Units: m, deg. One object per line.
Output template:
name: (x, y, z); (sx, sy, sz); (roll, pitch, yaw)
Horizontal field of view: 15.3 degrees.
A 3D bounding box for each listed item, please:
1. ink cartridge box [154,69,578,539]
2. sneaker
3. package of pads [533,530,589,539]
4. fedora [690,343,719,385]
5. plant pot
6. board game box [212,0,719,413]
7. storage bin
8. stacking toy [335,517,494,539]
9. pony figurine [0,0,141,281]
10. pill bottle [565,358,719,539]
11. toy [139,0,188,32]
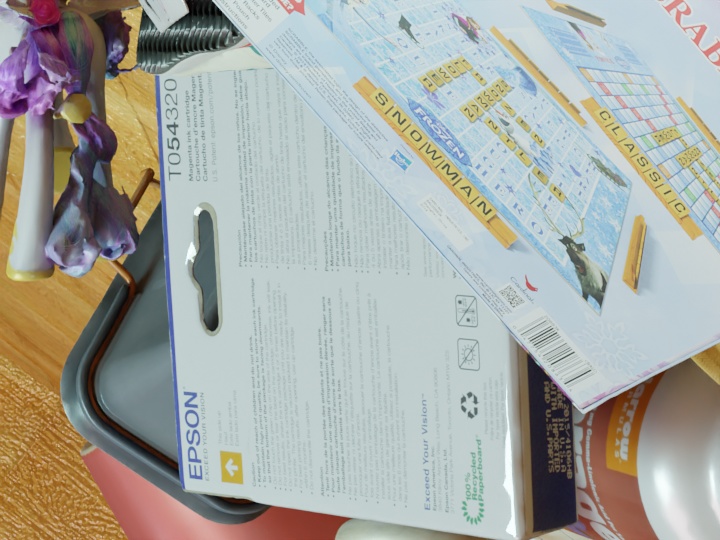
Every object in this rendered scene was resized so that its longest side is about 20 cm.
ink cartridge box: (0.000, 0.000, 1.085); (0.043, 0.198, 0.199); (-9, -171, -43)
sneaker: (-0.026, -0.105, 1.031); (0.093, 0.071, 0.200); (7, -179, -18)
package of pads: (0.160, 0.220, 1.731); (0.200, 0.068, 0.155); (37, 169, 7)
fedora: (0.167, 0.015, 0.939); (0.200, 0.082, 0.201); (37, 167, 10)
plant pot: (-0.106, 0.160, 2.049); (0.178, 0.200, 0.200); (49, 167, -6)
board game box: (0.067, -0.065, 0.843); (0.200, 0.041, 0.199); (48, 146, -6)
storage bin: (-0.040, -0.001, 1.257); (0.145, 0.201, 0.134); (35, 158, -12)
stacking toy: (0.039, 0.032, 1.167); (0.085, 0.201, 0.085); (5, 166, 1)
pony figurine: (-0.138, -0.102, 1.204); (0.165, 0.201, 0.193); (-2, -168, -22)
pill bottle: (0.147, 0.071, 1.133); (0.112, 0.112, 0.200); (44, 167, -21)
toy: (-0.080, -0.143, 0.925); (0.116, 0.047, 0.200); (59, 172, -6)
